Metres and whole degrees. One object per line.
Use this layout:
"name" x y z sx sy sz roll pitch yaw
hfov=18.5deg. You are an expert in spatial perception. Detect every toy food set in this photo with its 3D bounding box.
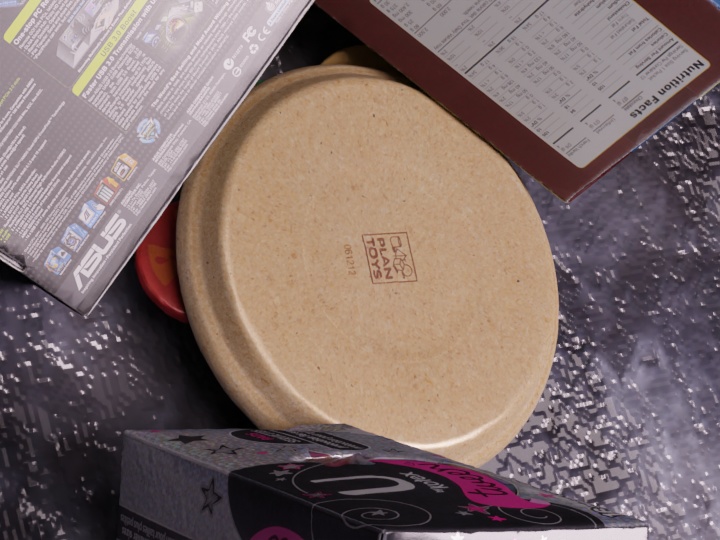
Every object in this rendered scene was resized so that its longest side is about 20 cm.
"toy food set" 0.000 0.000 0.971 0.198 0.049 0.201 -23 86 -35

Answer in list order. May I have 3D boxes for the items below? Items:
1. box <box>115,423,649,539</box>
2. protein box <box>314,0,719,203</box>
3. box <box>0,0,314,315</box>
"box" -0.004 0.133 0.808 0.114 0.200 0.133 2 95 -32
"protein box" 0.082 -0.182 1.007 0.200 0.135 0.199 37 43 -15
"box" -0.113 -0.106 0.860 0.160 0.044 0.200 38 86 -36
